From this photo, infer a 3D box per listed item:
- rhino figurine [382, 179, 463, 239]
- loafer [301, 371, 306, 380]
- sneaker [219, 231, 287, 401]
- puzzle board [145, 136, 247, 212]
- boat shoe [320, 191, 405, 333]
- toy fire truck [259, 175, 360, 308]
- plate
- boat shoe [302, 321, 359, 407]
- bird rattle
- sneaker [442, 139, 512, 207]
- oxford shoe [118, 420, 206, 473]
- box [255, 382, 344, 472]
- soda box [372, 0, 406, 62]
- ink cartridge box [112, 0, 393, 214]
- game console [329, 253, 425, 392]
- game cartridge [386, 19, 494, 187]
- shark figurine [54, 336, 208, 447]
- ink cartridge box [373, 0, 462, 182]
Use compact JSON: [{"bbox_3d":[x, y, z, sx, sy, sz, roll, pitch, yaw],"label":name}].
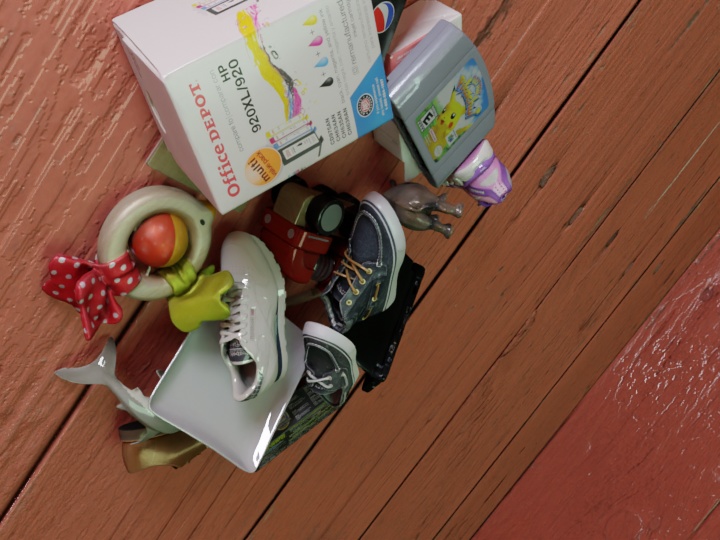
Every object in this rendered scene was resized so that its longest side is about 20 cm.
[{"bbox_3d":[0.073,-0.092,0.961,0.086,0.200,0.061,13,100,-11],"label":"rhino figurine"},{"bbox_3d":[-0.105,0.141,1.063,0.070,0.070,0.199,-49,147,7],"label":"loafer"},{"bbox_3d":[-0.138,0.055,0.840,0.080,0.075,0.204,-29,112,-58],"label":"sneaker"},{"bbox_3d":[-0.128,-0.173,0.767,0.201,0.017,0.150,-54,145,7],"label":"puzzle board"},{"bbox_3d":[0.000,0.000,0.854,0.090,0.071,0.202,-34,147,-24],"label":"boat shoe"},{"bbox_3d":[-0.073,-0.012,0.922,0.175,0.128,0.203,11,106,-53],"label":"toy fire truck"},{"bbox_3d":[-0.164,0.131,0.904,0.200,0.032,0.203,46,59,-39],"label":"plate"},{"bbox_3d":[-0.047,0.138,0.966,0.201,0.070,0.069,80,31,-61],"label":"boat shoe"},{"bbox_3d":[-0.237,-0.015,0.763,0.197,0.112,0.166,10,106,-38],"label":"bird rattle"},{"bbox_3d":[0.175,-0.134,1.023,0.081,0.088,0.200,-48,-175,6],"label":"sneaker"},{"bbox_3d":[-0.244,0.239,0.985,0.197,0.071,0.073,-5,91,-38],"label":"oxford shoe"},{"bbox_3d":[-0.106,0.242,1.144,0.198,0.044,0.161,-35,164,-19],"label":"box"},{"bbox_3d":[0.014,-0.316,0.732,0.063,0.071,0.203,-8,130,-46],"label":"soda box"},{"bbox_3d":[-0.096,-0.183,0.648,0.198,0.145,0.149,-31,136,-15],"label":"ink cartridge box"},{"bbox_3d":[0.016,0.067,1.101,0.176,0.115,0.203,123,-9,-67],"label":"game console"},{"bbox_3d":[0.106,-0.204,0.865,0.134,0.040,0.200,-50,147,-5],"label":"game cartridge"},{"bbox_3d":[-0.272,0.180,0.869,0.089,0.129,0.214,-38,147,9],"label":"shark figurine"},{"bbox_3d":[0.071,-0.227,0.895,0.116,0.067,0.202,-35,143,-19],"label":"ink cartridge box"}]
